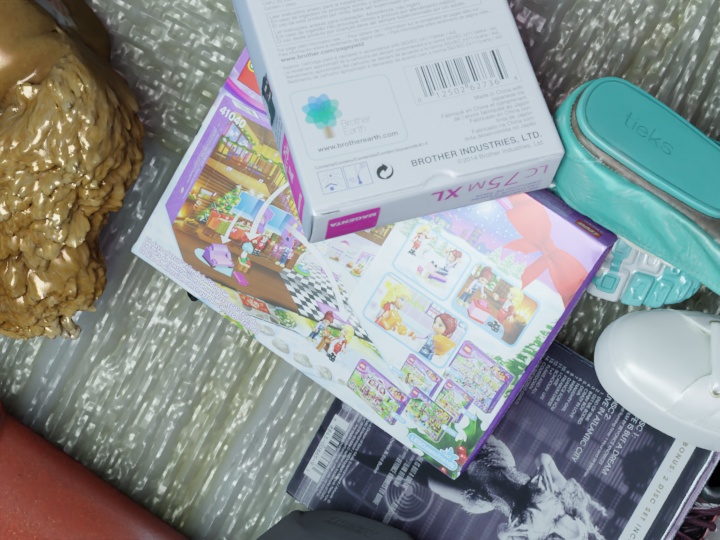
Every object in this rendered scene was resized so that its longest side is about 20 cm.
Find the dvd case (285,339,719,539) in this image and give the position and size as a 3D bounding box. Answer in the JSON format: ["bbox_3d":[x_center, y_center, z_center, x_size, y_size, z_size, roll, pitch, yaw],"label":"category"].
[{"bbox_3d":[0.068,0.103,0.838,0.200,0.016,0.149,32,97,31],"label":"dvd case"}]

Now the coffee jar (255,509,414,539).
[{"bbox_3d":[0.010,0.220,0.837,0.085,0.104,0.201,-36,117,-31],"label":"coffee jar"}]

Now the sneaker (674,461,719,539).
[{"bbox_3d":[0.159,0.126,0.847,0.075,0.116,0.201,16,96,-7],"label":"sneaker"}]

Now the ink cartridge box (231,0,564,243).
[{"bbox_3d":[0.005,-0.119,0.749,0.119,0.042,0.201,-13,71,-12],"label":"ink cartridge box"}]

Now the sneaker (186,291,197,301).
[{"bbox_3d":[0.000,0.000,0.848,0.199,0.071,0.080,13,106,13],"label":"sneaker"}]

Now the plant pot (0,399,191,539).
[{"bbox_3d":[-0.184,0.169,0.815,0.195,0.201,0.201,32,95,-13],"label":"plant pot"}]

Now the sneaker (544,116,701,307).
[{"bbox_3d":[0.091,-0.052,0.826,0.200,0.091,0.078,33,103,8],"label":"sneaker"}]

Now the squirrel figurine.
[{"bbox_3d":[-0.205,-0.053,0.780,0.187,0.141,0.200,-46,70,10],"label":"squirrel figurine"}]

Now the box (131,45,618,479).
[{"bbox_3d":[0.004,-0.013,0.786,0.200,0.039,0.137,35,107,10],"label":"box"}]

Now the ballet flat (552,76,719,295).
[{"bbox_3d":[0.172,-0.015,0.740,0.200,0.070,0.067,35,66,5],"label":"ballet flat"}]

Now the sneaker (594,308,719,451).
[{"bbox_3d":[0.214,0.044,0.767,0.199,0.073,0.085,12,142,-8],"label":"sneaker"}]
